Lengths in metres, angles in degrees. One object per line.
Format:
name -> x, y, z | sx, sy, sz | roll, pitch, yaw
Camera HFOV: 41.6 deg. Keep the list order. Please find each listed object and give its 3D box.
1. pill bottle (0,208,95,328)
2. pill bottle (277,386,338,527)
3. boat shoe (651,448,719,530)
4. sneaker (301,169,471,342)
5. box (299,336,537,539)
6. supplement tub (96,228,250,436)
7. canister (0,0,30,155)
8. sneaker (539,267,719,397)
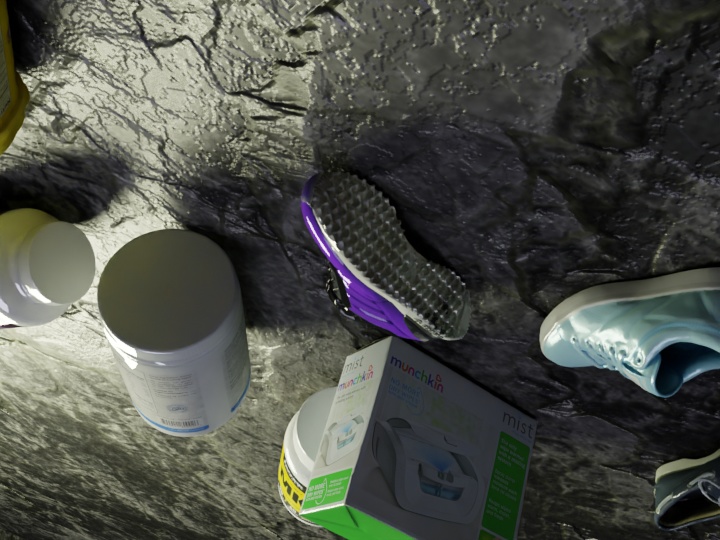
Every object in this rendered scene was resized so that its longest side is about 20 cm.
pill bottle -> -0.355, 0.001, 0.933 | 0.198, 0.114, 0.113 | -6, 142, 36
pill bottle -> -0.036, 0.217, 1.101 | 0.113, 0.116, 0.201 | 17, 149, 2
boat shoe -> 0.355, 0.209, 0.918 | 0.074, 0.062, 0.200 | 30, 147, -15
sneaker -> 0.000, 0.001, 0.776 | 0.099, 0.070, 0.200 | -7, 140, 41
box -> 0.062, 0.195, 0.946 | 0.199, 0.178, 0.096 | 32, 148, -21
supplement tub -> -0.174, 0.066, 0.919 | 0.130, 0.133, 0.201 | 15, 149, 6
canister -> -0.312, -0.178, 0.650 | 0.147, 0.087, 0.201 | 21, 148, -3
sneaker -> 0.213, 0.058, 0.735 | 0.074, 0.083, 0.199 | 34, 146, -24
